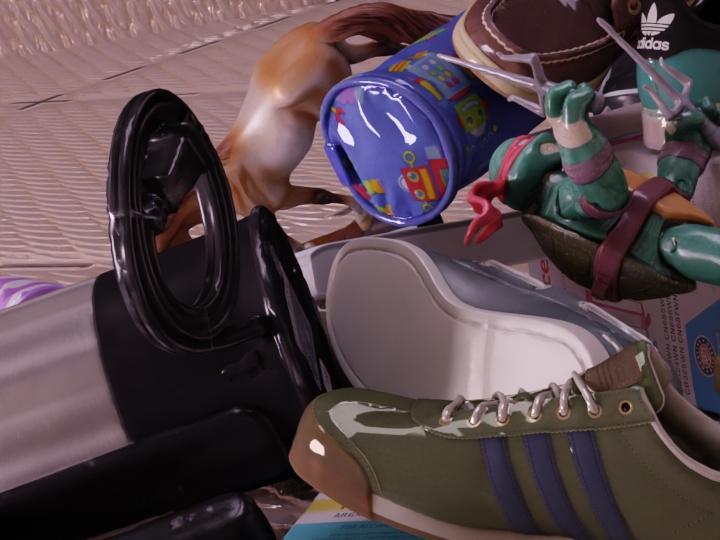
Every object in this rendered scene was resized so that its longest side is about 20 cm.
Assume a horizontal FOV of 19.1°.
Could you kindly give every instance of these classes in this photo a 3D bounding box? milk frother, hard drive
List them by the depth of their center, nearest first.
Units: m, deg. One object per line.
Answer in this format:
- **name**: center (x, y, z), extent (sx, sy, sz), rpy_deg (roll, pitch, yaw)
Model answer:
- **milk frother**: center (-0.120, 0.033, 0.871), extent (0.187, 0.201, 0.181), rpy_deg (-20, 22, 5)
- **hard drive**: center (0.000, 0.000, 1.098), extent (0.131, 0.027, 0.200), rpy_deg (-10, -1, -23)

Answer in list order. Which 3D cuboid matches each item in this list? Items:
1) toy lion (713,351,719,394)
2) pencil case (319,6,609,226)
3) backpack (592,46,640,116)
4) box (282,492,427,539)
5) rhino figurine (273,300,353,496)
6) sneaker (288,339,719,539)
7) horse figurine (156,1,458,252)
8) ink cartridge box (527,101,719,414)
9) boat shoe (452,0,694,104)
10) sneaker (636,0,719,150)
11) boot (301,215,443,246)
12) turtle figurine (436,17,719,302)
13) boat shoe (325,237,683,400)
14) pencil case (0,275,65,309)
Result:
- **toy lion**: center (0.261, 0.072, 0.845), extent (0.190, 0.069, 0.200), rpy_deg (-5, 12, -18)
- **pencil case**: center (0.056, -0.091, 1.068), extent (0.087, 0.078, 0.200), rpy_deg (-19, 12, 38)
- **backpack**: center (0.230, -0.083, 1.294), extent (0.176, 0.152, 0.200), rpy_deg (-4, 21, 8)
- **box**: center (0.022, 0.111, 0.835), extent (0.082, 0.050, 0.200), rpy_deg (-4, 14, 17)
- **rhino figurine**: center (-0.030, 0.057, 1.007), extent (0.198, 0.088, 0.060), rpy_deg (-4, 15, 18)
- **sneaker**: center (0.080, 0.061, 0.769), extent (0.199, 0.090, 0.067), rpy_deg (20, 21, 6)
- **horse figurine**: center (-0.029, -0.074, 1.160), extent (0.132, 0.201, 0.050), rpy_deg (17, 25, -41)
- **ink cartridge box**: center (0.174, -0.014, 1.094), extent (0.125, 0.130, 0.200), rpy_deg (-16, 14, -28)
- **boat shoe**: center (0.118, -0.140, 1.035), extent (0.072, 0.072, 0.200), rpy_deg (45, 41, 17)
- **sneaker**: center (0.213, -0.116, 1.032), extent (0.199, 0.081, 0.071), rpy_deg (-18, 17, -35)
- **boot**: center (-0.043, 0.010, 1.326), extent (0.199, 0.069, 0.188), rpy_deg (-18, 12, 10)
- **turtle figurine**: center (0.126, -0.032, 0.913), extent (0.199, 0.101, 0.150), rpy_deg (28, 22, 18)
- **boat shoe**: center (0.055, 0.033, 0.902), extent (0.061, 0.073, 0.200), rpy_deg (2, 11, -35)
- **pencil case**: center (-0.230, 0.041, 1.228), extent (0.199, 0.085, 0.085), rpy_deg (7, -3, 45)
